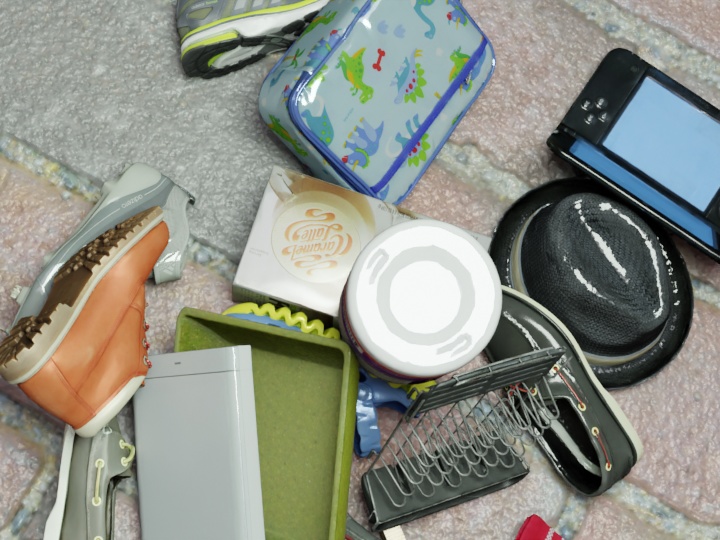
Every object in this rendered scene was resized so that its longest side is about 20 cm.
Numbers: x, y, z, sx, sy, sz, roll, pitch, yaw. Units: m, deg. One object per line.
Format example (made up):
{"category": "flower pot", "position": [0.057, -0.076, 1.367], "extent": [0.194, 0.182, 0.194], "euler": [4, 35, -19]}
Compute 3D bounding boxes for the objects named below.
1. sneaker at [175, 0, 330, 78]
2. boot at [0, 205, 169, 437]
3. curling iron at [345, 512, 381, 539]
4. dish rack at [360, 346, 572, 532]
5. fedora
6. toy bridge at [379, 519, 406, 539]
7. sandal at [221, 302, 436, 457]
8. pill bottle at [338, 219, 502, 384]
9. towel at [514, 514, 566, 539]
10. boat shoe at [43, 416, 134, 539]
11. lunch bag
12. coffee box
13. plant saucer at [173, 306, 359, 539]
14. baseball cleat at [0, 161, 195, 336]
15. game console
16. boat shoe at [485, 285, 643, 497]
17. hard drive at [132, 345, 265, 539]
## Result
{"category": "sneaker", "position": [-0.079, -0.246, 1.280], "extent": [0.199, 0.074, 0.081], "euler": [-18, 73, -13]}
{"category": "boot", "position": [-0.201, 0.039, 1.129], "extent": [0.107, 0.075, 0.200], "euler": [47, 54, -22]}
{"category": "curling iron", "position": [-0.025, 0.208, 1.149], "extent": [0.199, 0.050, 0.026], "euler": [29, 61, 23]}
{"category": "dish rack", "position": [0.087, 0.131, 1.116], "extent": [0.153, 0.200, 0.055], "euler": [-16, 64, -26]}
{"category": "fedora", "position": [0.210, 0.002, 1.226], "extent": [0.199, 0.092, 0.202], "euler": [1, 74, -5]}
{"category": "toy bridge", "position": [-0.043, 0.270, 1.160], "extent": [0.199, 0.027, 0.068], "euler": [-21, 80, -11]}
{"category": "sandal", "position": [-0.036, 0.093, 1.187], "extent": [0.199, 0.080, 0.087], "euler": [25, 77, 3]}
{"category": "pill bottle", "position": [0.040, 0.030, 1.063], "extent": [0.111, 0.200, 0.112], "euler": [0, 83, -3]}
{"category": "towel", "position": [0.193, 0.303, 1.142], "extent": [0.200, 0.023, 0.145], "euler": [37, 43, 4]}
{"category": "boat shoe", "position": [-0.217, 0.167, 1.148], "extent": [0.060, 0.072, 0.203], "euler": [9, 78, -2]}
{"category": "lunch bag", "position": [0.021, -0.166, 1.234], "extent": [0.161, 0.082, 0.200], "euler": [47, 71, -30]}
{"category": "coffee box", "position": [0.000, 0.000, 1.212], "extent": [0.199, 0.080, 0.115], "euler": [19, 76, 0]}
{"category": "plant saucer", "position": [-0.073, 0.140, 1.114], "extent": [0.048, 0.199, 0.201], "euler": [0, 97, -48]}
{"category": "baseball cleat", "position": [-0.214, 0.000, 1.196], "extent": [0.106, 0.070, 0.200], "euler": [32, 74, 4]}
{"category": "game console", "position": [0.280, -0.105, 1.253], "extent": [0.200, 0.116, 0.176], "euler": [35, 74, 4]}
{"category": "boat shoe", "position": [0.159, 0.101, 1.198], "extent": [0.063, 0.074, 0.202], "euler": [-33, 84, -39]}
{"category": "hard drive", "position": [-0.131, 0.165, 1.117], "extent": [0.027, 0.131, 0.201], "euler": [-1, 84, -47]}
